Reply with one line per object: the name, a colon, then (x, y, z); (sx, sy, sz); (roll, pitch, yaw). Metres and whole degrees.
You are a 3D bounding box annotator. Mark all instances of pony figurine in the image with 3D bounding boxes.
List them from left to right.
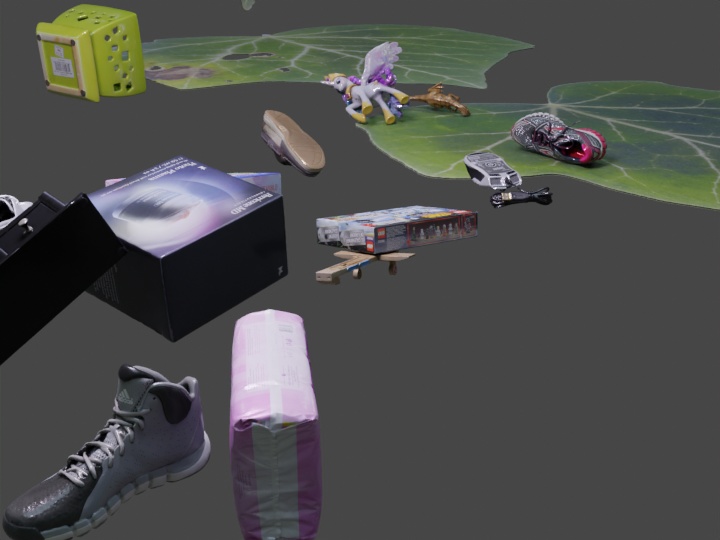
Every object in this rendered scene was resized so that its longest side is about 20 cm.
pony figurine: (0.028, -0.417, 2.197); (0.191, 0.168, 0.200); (-19, 44, -23)

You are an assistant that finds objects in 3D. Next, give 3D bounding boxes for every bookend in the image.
bookend: (-0.402, -0.016, 1.083); (0.200, 0.093, 0.198); (-44, 41, -17)

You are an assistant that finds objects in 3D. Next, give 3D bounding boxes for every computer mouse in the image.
computer mouse: (0.246, -0.155, 1.684); (0.108, 0.044, 0.200); (-10, 30, -16)

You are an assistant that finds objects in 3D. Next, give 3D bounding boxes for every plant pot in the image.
plant pot: (-0.652, -0.512, 2.287); (0.198, 0.202, 0.181); (15, 32, 29)

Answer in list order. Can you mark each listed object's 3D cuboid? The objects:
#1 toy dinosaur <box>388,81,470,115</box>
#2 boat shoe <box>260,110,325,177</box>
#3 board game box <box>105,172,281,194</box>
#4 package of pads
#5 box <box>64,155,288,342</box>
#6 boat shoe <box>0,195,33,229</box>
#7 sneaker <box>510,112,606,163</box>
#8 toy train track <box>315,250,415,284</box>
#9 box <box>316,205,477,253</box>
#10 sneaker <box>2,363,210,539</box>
toy dinosaur: (0.171, -0.413, 2.288); (0.197, 0.061, 0.106); (9, 24, 17)
boat shoe: (-0.131, -0.229, 1.799); (0.071, 0.065, 0.200); (-4, 40, -38)
board game box: (-0.254, -0.126, 1.479); (0.197, 0.042, 0.200); (2, 9, 22)
package of pads: (-0.076, 0.130, 0.835); (0.074, 0.122, 0.200); (-1, 22, -7)
box: (-0.226, -0.037, 1.184); (0.197, 0.125, 0.199); (23, 39, 33)
boat shoe: (-0.506, -0.070, 1.358); (0.071, 0.069, 0.200); (5, 22, 7)
sneaker: (0.390, -0.264, 1.914); (0.198, 0.082, 0.074); (18, 28, 33)
toy train track: (0.000, 0.000, 1.266); (0.113, 0.033, 0.199); (3, 11, 27)
box: (0.054, -0.061, 1.384); (0.198, 0.041, 0.136); (-10, 13, -37)
sneaker: (-0.214, 0.139, 0.804); (0.074, 0.117, 0.199); (18, 27, 35)
